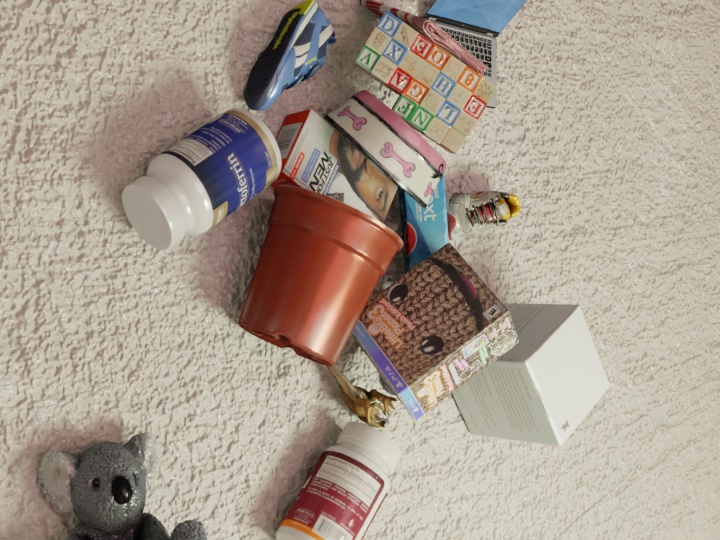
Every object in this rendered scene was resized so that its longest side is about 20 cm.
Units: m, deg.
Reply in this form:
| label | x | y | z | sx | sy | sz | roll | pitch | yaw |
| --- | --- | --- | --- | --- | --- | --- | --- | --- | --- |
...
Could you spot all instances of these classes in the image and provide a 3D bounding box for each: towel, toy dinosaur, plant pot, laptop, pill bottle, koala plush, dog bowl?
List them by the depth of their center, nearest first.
| label | x | y | z | sx | sy | sz | roll | pitch | yaw |
| --- | --- | --- | --- | --- | --- | --- | --- | --- | --- |
| koala plush | -0.300 | 0.302 | 1.241 | 0.176 | 0.184 | 0.202 | -12 | 76 | -29 |
| pill bottle | -0.207 | -0.119 | 1.341 | 0.200 | 0.115 | 0.117 | -41 | 114 | -34 |
| plant pot | -0.067 | 0.015 | 1.422 | 0.200 | 0.200 | 0.197 | 30 | 77 | -36 |
| pill bottle | -0.028 | 0.328 | 1.486 | 0.114 | 0.113 | 0.201 | 49 | 59 | -29 |
| dog bowl | 0.044 | -0.184 | 1.502 | 0.074 | 0.200 | 0.200 | -48 | 124 | 5 |
| toy dinosaur | -0.010 | 0.188 | 1.529 | 0.061 | 0.106 | 0.201 | -50 | 126 | -25 |
| towel | 0.092 | -0.358 | 1.567 | 0.143 | 0.200 | 0.023 | 30 | 95 | -37 |
| laptop | 0.203 | -0.390 | 1.710 | 0.186 | 0.115 | 0.203 | 2 | 87 | -41 |

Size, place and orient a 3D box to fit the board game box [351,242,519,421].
| label | x | y | z | sx | sy | sz | roll | pitch | yaw |
| --- | --- | --- | --- | --- | --- | --- | --- | --- | --- |
| board game box | 0.105 | 0.089 | 1.515 | 0.199 | 0.160 | 0.097 | -36 | 145 | -4 |

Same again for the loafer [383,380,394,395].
| label | x | y | z | sx | sy | sz | roll | pitch | yaw |
| --- | --- | --- | --- | --- | --- | --- | --- | --- | --- |
| loafer | 0.109 | 0.118 | 1.647 | 0.072 | 0.063 | 0.201 | 49 | 59 | -29 |

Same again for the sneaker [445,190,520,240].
| label | x | y | z | sx | sy | sz | roll | pitch | yaw |
| --- | --- | --- | --- | --- | --- | --- | --- | --- | --- |
| sneaker | 0.199 | -0.101 | 1.697 | 0.199 | 0.081 | 0.079 | -23 | 103 | -54 |

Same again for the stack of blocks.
| label | x | y | z | sx | sy | sz | roll | pitch | yaw |
| --- | --- | --- | --- | --- | --- | --- | --- | --- | --- |
| stack of blocks | 0.087 | -0.274 | 1.506 | 0.199 | 0.059 | 0.116 | 33 | 94 | -7 |

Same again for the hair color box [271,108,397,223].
| label | x | y | z | sx | sy | sz | roll | pitch | yaw |
| --- | --- | --- | --- | --- | --- | --- | --- | --- | --- |
| hair color box | -0.044 | -0.133 | 1.520 | 0.200 | 0.064 | 0.112 | 38 | 64 | -35 |

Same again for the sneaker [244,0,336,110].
| label | x | y | z | sx | sy | sz | roll | pitch | yaw |
| --- | --- | --- | --- | --- | --- | --- | --- | --- | --- |
| sneaker | -0.095 | -0.299 | 1.474 | 0.082 | 0.073 | 0.201 | 45 | 62 | -33 |

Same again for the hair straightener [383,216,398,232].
| label | x | y | z | sx | sy | sz | roll | pitch | yaw |
| --- | --- | --- | --- | --- | --- | --- | --- | --- | --- |
| hair straightener | 0.000 | 0.000 | 1.553 | 0.041 | 0.077 | 0.201 | 32 | 70 | 4 |

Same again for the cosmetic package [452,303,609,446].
| label | x | y | z | sx | sy | sz | roll | pitch | yaw |
| --- | --- | --- | --- | --- | --- | --- | --- | --- | --- |
| cosmetic package | 0.269 | 0.167 | 1.696 | 0.166 | 0.199 | 0.169 | -39 | 114 | -35 |

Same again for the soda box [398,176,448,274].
| label | x | y | z | sx | sy | sz | roll | pitch | yaw |
| --- | --- | --- | --- | --- | --- | --- | --- | --- | --- |
| soda box | 0.103 | -0.052 | 1.630 | 0.067 | 0.064 | 0.203 | -5 | 92 | -6 |
